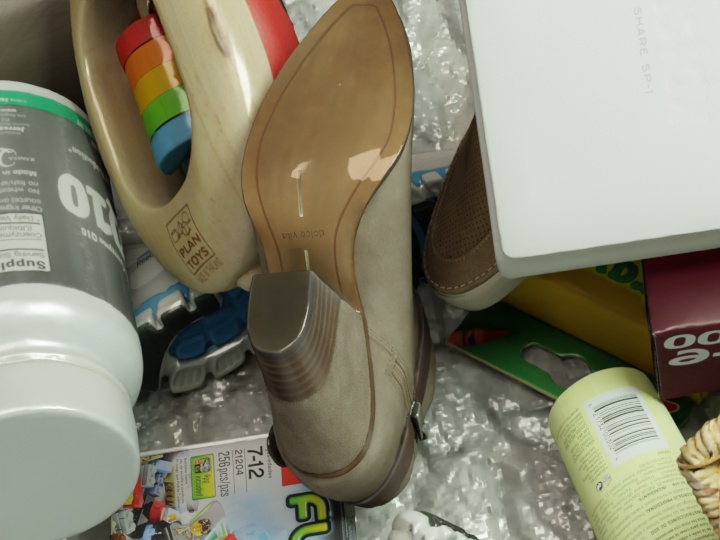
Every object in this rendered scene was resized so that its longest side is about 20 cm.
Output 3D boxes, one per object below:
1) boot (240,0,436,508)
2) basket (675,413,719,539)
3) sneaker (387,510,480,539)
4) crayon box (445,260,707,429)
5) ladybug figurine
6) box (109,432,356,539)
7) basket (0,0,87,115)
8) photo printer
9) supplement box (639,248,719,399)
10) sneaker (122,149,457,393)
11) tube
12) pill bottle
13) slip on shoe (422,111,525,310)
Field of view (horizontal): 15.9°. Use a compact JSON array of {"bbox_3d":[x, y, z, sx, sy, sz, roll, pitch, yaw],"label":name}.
[{"bbox_3d":[0.000,0.000,1.126,0.070,0.146,0.201,6,65,23],"label":"boot"},{"bbox_3d":[0.248,0.098,0.967,0.149,0.143,0.201,-32,90,-36],"label":"basket"},{"bbox_3d":[0.055,0.180,1.077,0.081,0.075,0.200,-48,46,13],"label":"sneaker"},{"bbox_3d":[0.141,-0.025,1.204,0.127,0.051,0.200,26,66,26],"label":"crayon box"},{"bbox_3d":[-0.071,-0.083,1.174,0.072,0.136,0.201,-9,72,-32],"label":"ladybug figurine"},{"bbox_3d":[-0.053,0.167,1.129,0.109,0.035,0.201,-10,55,6],"label":"box"},{"bbox_3d":[-0.186,-0.119,1.297,0.199,0.136,0.181,-32,50,-5],"label":"basket"},{"bbox_3d":[0.143,-0.092,1.063,0.199,0.069,0.167,-8,91,5],"label":"photo printer"},{"bbox_3d":[0.173,-0.048,1.144,0.108,0.061,0.201,-8,57,7],"label":"supplement box"},{"bbox_3d":[-0.033,-0.022,1.232,0.199,0.075,0.087,-22,49,-3],"label":"sneaker"},{"bbox_3d":[0.136,0.129,1.080,0.052,0.058,0.200,-3,44,-23],"label":"tube"},{"bbox_3d":[-0.160,0.018,1.173,0.113,0.113,0.201,-16,49,2],"label":"pill bottle"},{"bbox_3d":[0.074,-0.078,1.143,0.201,0.060,0.076,-58,39,15],"label":"slip on shoe"}]
